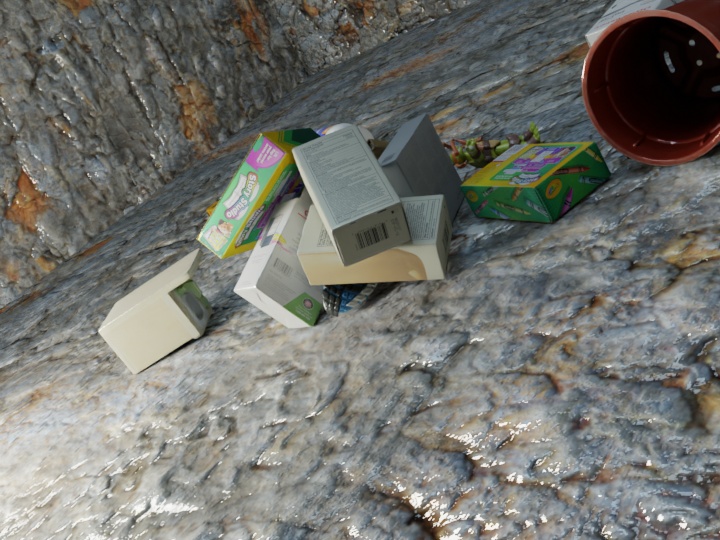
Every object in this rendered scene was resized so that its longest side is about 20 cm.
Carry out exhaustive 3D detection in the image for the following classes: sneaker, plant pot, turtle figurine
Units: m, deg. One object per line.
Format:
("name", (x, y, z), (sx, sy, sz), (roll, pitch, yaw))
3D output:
("sneaker", (0.000, 0.000, 1.388), (0.200, 0.075, 0.087), (-60, -9, -35))
("plant pot", (0.426, -0.268, 1.225), (0.200, 0.201, 0.195), (-12, 18, 44))
("turtle figurine", (0.215, -0.197, 1.523), (0.161, 0.065, 0.200), (-12, 6, 8))

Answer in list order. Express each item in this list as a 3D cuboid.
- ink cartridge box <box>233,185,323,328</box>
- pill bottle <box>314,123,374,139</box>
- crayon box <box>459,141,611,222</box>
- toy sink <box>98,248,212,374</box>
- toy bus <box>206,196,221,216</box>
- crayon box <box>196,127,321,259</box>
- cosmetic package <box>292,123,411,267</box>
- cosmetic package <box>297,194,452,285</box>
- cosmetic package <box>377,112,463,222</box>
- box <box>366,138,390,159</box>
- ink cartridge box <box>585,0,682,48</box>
("ink cartridge box", (-0.092, -0.027, 1.397), (0.067, 0.117, 0.200), (-9, 50, 53))
("pill bottle", (-0.053, -0.274, 2.099), (0.112, 0.112, 0.200), (-40, 19, -26))
("crayon box", (0.245, -0.128, 1.327), (0.119, 0.058, 0.200), (-37, 19, -16))
("toy sink", (-0.338, 0.073, 1.637), (0.200, 0.112, 0.130), (-33, 17, 10))
("toy bus", (-0.291, -0.178, 2.296), (0.078, 0.065, 0.200), (-7, 29, 50))
("crayon box", (-0.146, -0.123, 1.437), (0.200, 0.058, 0.172), (-55, -13, 21))
("cosmetic package", (-0.014, -0.107, 1.268), (0.103, 0.073, 0.200), (-22, 43, -3))
("cosmetic package", (0.022, -0.041, 1.295), (0.199, 0.071, 0.105), (-2, 46, 18))
("cosmetic package", (0.096, -0.139, 1.445), (0.052, 0.151, 0.200), (-22, 19, 28))
("box", (0.007, -0.165, 1.648), (0.163, 0.021, 0.200), (-46, -15, 20))
("ink cartridge box", (0.528, -0.464, 1.725), (0.146, 0.083, 0.200), (-13, 25, 43))
